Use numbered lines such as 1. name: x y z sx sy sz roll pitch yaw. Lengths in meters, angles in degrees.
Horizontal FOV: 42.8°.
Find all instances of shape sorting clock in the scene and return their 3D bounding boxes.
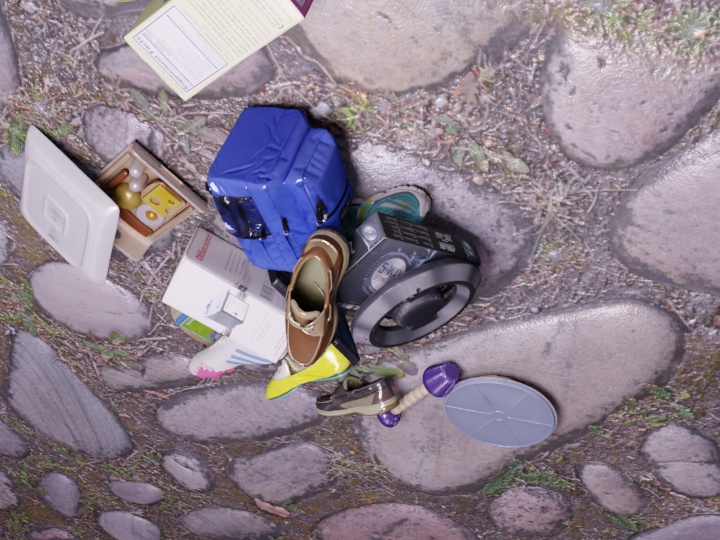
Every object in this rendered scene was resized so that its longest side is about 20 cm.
1. shape sorting clock: -0.227 0.080 1.572 0.197 0.040 0.201 8 141 7

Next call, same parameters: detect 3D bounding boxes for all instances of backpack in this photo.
1. backpack: -0.097 -0.091 1.236 0.166 0.164 0.201 12 143 24

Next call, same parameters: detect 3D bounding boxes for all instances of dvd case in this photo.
1. dvd case: -0.078 0.045 1.413 0.017 0.143 0.200 -37 120 9

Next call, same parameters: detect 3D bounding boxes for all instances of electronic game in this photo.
1. electronic game: 0.078 0.046 1.269 0.198 0.042 0.201 -22 154 -11

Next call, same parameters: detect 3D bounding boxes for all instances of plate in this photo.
1. plate: -0.460 -0.090 1.416 0.199 0.032 0.201 41 139 10

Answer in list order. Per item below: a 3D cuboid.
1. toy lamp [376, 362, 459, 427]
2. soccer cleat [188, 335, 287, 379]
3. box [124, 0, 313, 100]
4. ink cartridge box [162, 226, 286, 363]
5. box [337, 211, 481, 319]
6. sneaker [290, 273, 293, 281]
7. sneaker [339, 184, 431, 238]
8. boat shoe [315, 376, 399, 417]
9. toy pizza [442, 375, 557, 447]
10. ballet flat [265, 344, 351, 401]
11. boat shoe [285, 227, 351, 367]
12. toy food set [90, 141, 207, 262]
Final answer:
1. toy lamp: 0.099 0.212 1.590 0.058 0.059 0.200 33 139 -17
2. soccer cleat: -0.214 0.126 1.549 0.197 0.070 0.087 -13 122 23
3. box: -0.135 -0.312 1.006 0.198 0.177 0.097 -22 125 36
4. ink cartridge box: -0.190 0.034 1.414 0.198 0.147 0.086 29 109 -11
5. box: 0.046 0.001 1.265 0.198 0.044 0.160 13 137 -43
6. sneaker: 0.000 0.000 1.357 0.198 0.076 0.116 7 136 -33
7. sneaker: 0.009 -0.060 1.304 0.198 0.080 0.078 -21 126 37
8. boat shoe: -0.011 0.220 1.633 0.199 0.071 0.067 -11 95 49
9. toy pizza: 0.241 0.239 1.585 0.197 0.032 0.202 11 140 9
10. ballet flat: -0.102 0.172 1.621 0.198 0.067 0.068 -23 104 34
11. boat shoe: -0.068 0.042 1.185 0.075 0.074 0.202 19 122 12
12. toy food set: -0.342 -0.098 1.404 0.143 0.061 0.199 41 135 -24
